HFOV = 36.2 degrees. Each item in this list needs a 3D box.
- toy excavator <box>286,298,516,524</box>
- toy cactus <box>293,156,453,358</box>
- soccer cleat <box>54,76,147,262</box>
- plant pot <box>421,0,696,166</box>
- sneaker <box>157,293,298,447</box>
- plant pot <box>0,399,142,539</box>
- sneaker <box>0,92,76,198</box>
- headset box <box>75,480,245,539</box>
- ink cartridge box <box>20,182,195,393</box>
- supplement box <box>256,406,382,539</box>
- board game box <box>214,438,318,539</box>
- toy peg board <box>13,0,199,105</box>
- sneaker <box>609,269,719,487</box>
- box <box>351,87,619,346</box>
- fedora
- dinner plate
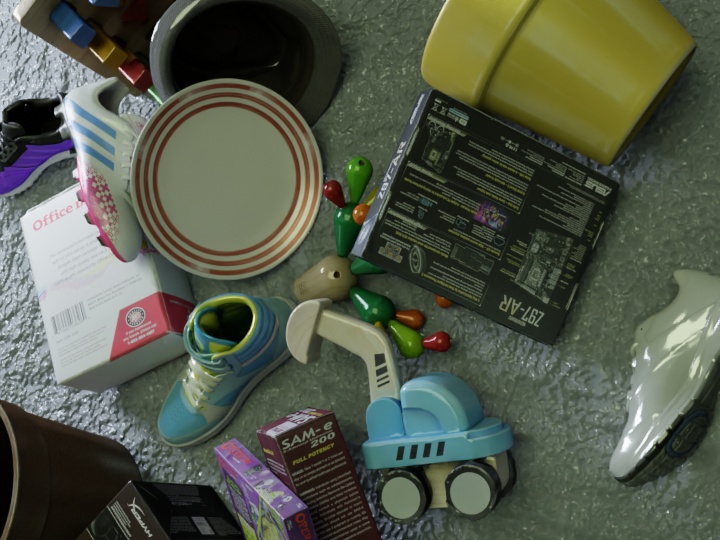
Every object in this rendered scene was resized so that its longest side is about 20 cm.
[{"bbox_3d":[0.037,0.118,0.992,0.191,0.100,0.204,-8,88,20],"label":"toy excavator"},{"bbox_3d":[0.000,0.000,1.063,0.164,0.102,0.203,-23,91,35],"label":"toy cactus"},{"bbox_3d":[-0.248,-0.109,1.121,0.085,0.070,0.202,-24,71,5],"label":"soccer cleat"},{"bbox_3d":[0.184,-0.199,0.977,0.188,0.201,0.202,38,95,11],"label":"plant pot"},{"bbox_3d":[-0.154,0.094,1.089,0.200,0.130,0.080,-47,66,8],"label":"sneaker"},{"bbox_3d":[-0.334,0.228,1.093,0.197,0.197,0.204,-10,71,30],"label":"plant pot"},{"bbox_3d":[-0.390,-0.153,1.263,0.198,0.099,0.071,-25,68,17],"label":"sneaker"},{"bbox_3d":[-0.227,0.302,1.067,0.200,0.148,0.077,-46,64,9],"label":"headset box"},{"bbox_3d":[-0.267,0.010,1.182,0.146,0.085,0.203,-24,69,15],"label":"ink cartridge box"},{"bbox_3d":[-0.025,0.227,0.976,0.060,0.109,0.203,-22,91,-15],"label":"supplement box"},{"bbox_3d":[-0.076,0.235,0.986,0.032,0.199,0.122,-25,108,-18],"label":"board game box"},{"bbox_3d":[-0.217,-0.279,1.156,0.098,0.199,0.201,43,97,28],"label":"toy peg board"},{"bbox_3d":[0.267,0.091,0.945,0.087,0.074,0.202,28,84,38],"label":"sneaker"},{"bbox_3d":[0.113,-0.046,0.986,0.197,0.044,0.162,24,89,-12],"label":"box"},{"bbox_3d":[-0.127,-0.227,1.141,0.091,0.197,0.179,-122,41,-50],"label":"fedora"},{"bbox_3d":[-0.135,-0.092,1.123,0.197,0.024,0.204,-2,100,-14],"label":"dinner plate"}]
